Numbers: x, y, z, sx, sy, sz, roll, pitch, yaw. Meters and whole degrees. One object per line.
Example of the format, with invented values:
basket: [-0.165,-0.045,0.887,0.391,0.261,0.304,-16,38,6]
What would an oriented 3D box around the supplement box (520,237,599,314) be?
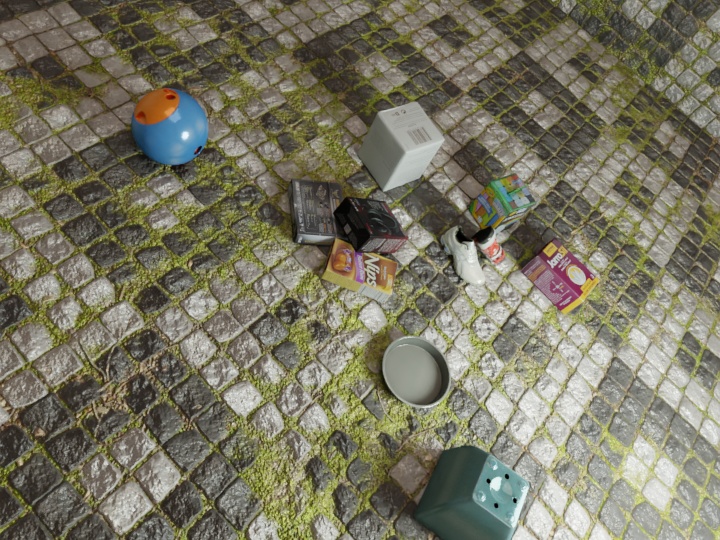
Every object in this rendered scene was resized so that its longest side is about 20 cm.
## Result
supplement box: [0.641,0.017,1.837,0.200,0.103,0.131,46,56,9]

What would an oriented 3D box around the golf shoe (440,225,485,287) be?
golf shoe: [0.325,-0.046,1.753,0.078,0.097,0.201,-25,74,-33]

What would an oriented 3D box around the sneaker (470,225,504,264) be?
sneaker: [0.405,-0.075,1.755,0.108,0.201,0.067,44,91,-1]

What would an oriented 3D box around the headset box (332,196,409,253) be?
headset box: [0.038,-0.129,1.660,0.199,0.077,0.149,-1,54,-48]

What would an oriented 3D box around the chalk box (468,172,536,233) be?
chalk box: [0.466,-0.224,1.850,0.124,0.200,0.124,-20,69,-30]

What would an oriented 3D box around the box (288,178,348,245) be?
box: [-0.124,-0.171,1.675,0.157,0.048,0.201,3,60,-22]

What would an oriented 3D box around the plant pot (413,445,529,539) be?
plant pot: [0.277,0.529,1.329,0.196,0.200,0.196,35,55,2]

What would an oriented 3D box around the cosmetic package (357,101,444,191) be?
cosmetic package: [0.124,-0.391,1.812,0.167,0.200,0.167,-24,72,-32]

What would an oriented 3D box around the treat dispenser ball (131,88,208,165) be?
treat dispenser ball: [-0.516,-0.390,1.555,0.199,0.201,0.202,10,58,-16]

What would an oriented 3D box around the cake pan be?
cake pan: [0.145,0.272,1.527,0.199,0.037,0.202,10,57,-16]

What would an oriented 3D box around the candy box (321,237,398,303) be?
candy box: [0.000,0.000,1.620,0.199,0.057,0.117,22,54,-10]
